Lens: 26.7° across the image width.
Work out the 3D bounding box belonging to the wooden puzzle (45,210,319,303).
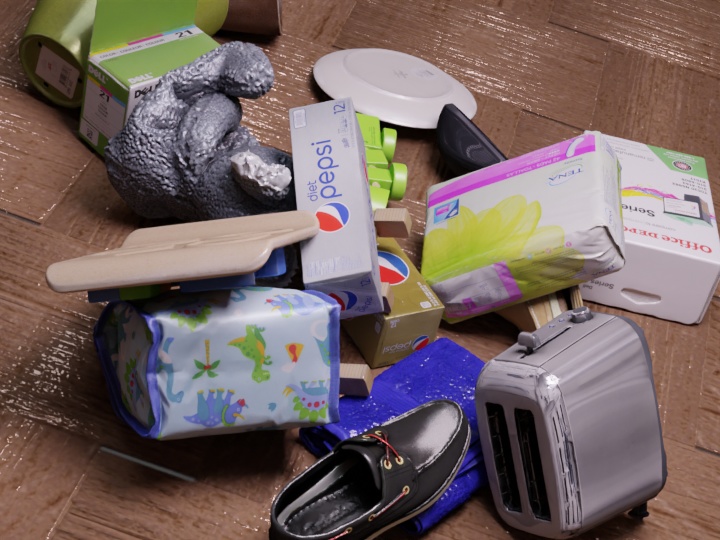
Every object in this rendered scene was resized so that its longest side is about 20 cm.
[{"bbox_3d":[-0.138,-0.006,1.247,0.183,0.047,0.200,-7,9,12],"label":"wooden puzzle"}]

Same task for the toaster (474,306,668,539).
[{"bbox_3d":[0.177,0.139,1.281,0.128,0.202,0.113,-21,17,-34],"label":"toaster"}]

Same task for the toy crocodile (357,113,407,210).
[{"bbox_3d":[0.006,-0.109,1.618,0.067,0.062,0.201,6,33,-12],"label":"toy crocodile"}]

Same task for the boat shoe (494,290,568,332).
[{"bbox_3d":[0.156,0.029,1.497,0.075,0.072,0.201,-8,34,-4],"label":"boat shoe"}]

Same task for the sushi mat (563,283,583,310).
[{"bbox_3d":[0.206,0.026,1.486,0.012,0.096,0.201,-7,38,3],"label":"sushi mat"}]

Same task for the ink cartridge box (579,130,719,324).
[{"bbox_3d":[0.299,-0.049,1.621,0.143,0.085,0.201,13,38,-5],"label":"ink cartridge box"}]

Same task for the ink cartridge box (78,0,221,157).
[{"bbox_3d":[-0.203,-0.221,1.557,0.147,0.201,0.076,-24,52,-40],"label":"ink cartridge box"}]

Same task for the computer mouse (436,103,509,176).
[{"bbox_3d":[0.134,-0.109,1.641,0.138,0.053,0.200,35,13,-45],"label":"computer mouse"}]

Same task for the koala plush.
[{"bbox_3d":[-0.126,-0.084,1.453,0.183,0.179,0.200,-26,53,-27],"label":"koala plush"}]

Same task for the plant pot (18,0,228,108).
[{"bbox_3d":[-0.272,-0.271,1.636,0.186,0.188,0.201,26,51,13],"label":"plant pot"}]

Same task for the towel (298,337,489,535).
[{"bbox_3d":[0.062,0.134,1.330,0.147,0.050,0.199,38,42,25],"label":"towel"}]

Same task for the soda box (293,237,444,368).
[{"bbox_3d":[0.000,0.000,1.465,0.067,0.064,0.200,-10,44,-28],"label":"soda box"}]

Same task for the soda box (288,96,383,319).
[{"bbox_3d":[-0.023,-0.056,1.370,0.063,0.069,0.202,-10,55,6],"label":"soda box"}]

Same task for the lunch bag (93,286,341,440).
[{"bbox_3d":[-0.126,0.069,1.285,0.168,0.129,0.200,-2,11,-23],"label":"lunch bag"}]

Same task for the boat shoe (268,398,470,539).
[{"bbox_3d":[0.012,0.165,1.209,0.200,0.063,0.074,-34,57,-23],"label":"boat shoe"}]

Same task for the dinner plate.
[{"bbox_3d":[0.043,-0.221,1.777,0.198,0.024,0.201,13,29,-7],"label":"dinner plate"}]

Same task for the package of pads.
[{"bbox_3d":[0.156,-0.041,1.467,0.198,0.068,0.155,-19,37,21],"label":"package of pads"}]

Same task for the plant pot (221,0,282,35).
[{"bbox_3d":[-0.195,-0.369,1.788,0.197,0.188,0.188,-2,38,-1],"label":"plant pot"}]

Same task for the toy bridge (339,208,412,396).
[{"bbox_3d":[-0.003,0.023,1.375,0.066,0.027,0.202,1,52,18],"label":"toy bridge"}]
